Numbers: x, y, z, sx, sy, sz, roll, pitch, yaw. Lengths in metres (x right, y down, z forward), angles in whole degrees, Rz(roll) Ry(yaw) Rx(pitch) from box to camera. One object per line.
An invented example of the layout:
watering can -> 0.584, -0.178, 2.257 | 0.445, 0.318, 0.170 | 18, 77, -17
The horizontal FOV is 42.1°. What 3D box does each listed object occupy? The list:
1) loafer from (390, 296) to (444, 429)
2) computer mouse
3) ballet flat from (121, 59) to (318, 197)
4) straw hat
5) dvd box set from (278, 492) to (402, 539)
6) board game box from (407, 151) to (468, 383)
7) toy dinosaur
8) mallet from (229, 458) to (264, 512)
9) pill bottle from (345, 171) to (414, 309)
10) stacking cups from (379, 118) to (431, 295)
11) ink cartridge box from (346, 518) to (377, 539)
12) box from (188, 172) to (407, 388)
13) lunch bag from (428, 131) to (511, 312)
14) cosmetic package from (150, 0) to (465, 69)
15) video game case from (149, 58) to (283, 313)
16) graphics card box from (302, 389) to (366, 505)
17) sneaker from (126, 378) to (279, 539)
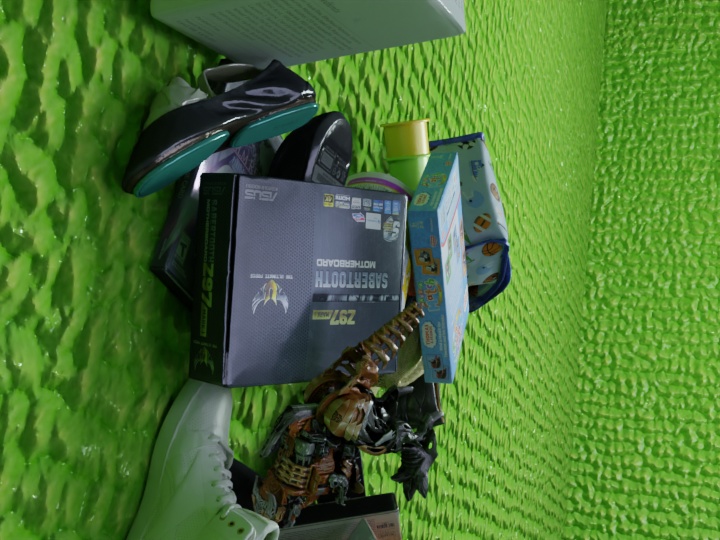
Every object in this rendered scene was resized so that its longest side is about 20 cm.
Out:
loafer -> 0.090, 0.114, 1.256 | 0.073, 0.071, 0.204 | 34, 59, -64
computer mouse -> -0.064, -0.051, 0.838 | 0.203, 0.052, 0.138 | -71, 157, -9
ballet flat -> -0.115, -0.118, 0.715 | 0.199, 0.072, 0.074 | -33, 124, -42
straw hat -> 0.034, 0.085, 1.047 | 0.200, 0.084, 0.205 | -32, 128, -55
dvd box set -> -0.023, 0.310, 0.892 | 0.030, 0.143, 0.203 | -99, 180, -66
board game box -> 0.088, -0.005, 1.017 | 0.152, 0.036, 0.203 | -65, 151, -59
toy dinosaur -> -0.006, 0.123, 0.745 | 0.135, 0.200, 0.103 | 27, 28, -40
mallet -> -0.072, 0.202, 0.859 | 0.042, 0.065, 0.200 | -56, 159, 3
pill bottle -> 0.000, 0.000, 0.947 | 0.202, 0.102, 0.105 | -76, 156, -44
stacking cups -> 0.065, -0.074, 1.101 | 0.060, 0.059, 0.204 | -30, 113, -65
ink cartridge box -> 0.004, 0.353, 0.821 | 0.043, 0.174, 0.201 | 16, 117, -41
box -> -0.045, 0.008, 0.767 | 0.198, 0.050, 0.161 | 3, 92, -46
lunch bag -> 0.134, -0.056, 1.249 | 0.201, 0.121, 0.173 | 82, 1, -63
cosmetic package -> -0.036, -0.264, 0.708 | 0.165, 0.196, 0.168 | 9, 77, -68
video game case -> -0.111, -0.055, 0.801 | 0.143, 0.019, 0.203 | 58, 41, -55
graphics card box -> -0.020, 0.233, 0.947 | 0.126, 0.050, 0.204 | -108, -168, -65
sneaker -> -0.104, 0.175, 0.709 | 0.074, 0.113, 0.203 | 59, 38, -51
